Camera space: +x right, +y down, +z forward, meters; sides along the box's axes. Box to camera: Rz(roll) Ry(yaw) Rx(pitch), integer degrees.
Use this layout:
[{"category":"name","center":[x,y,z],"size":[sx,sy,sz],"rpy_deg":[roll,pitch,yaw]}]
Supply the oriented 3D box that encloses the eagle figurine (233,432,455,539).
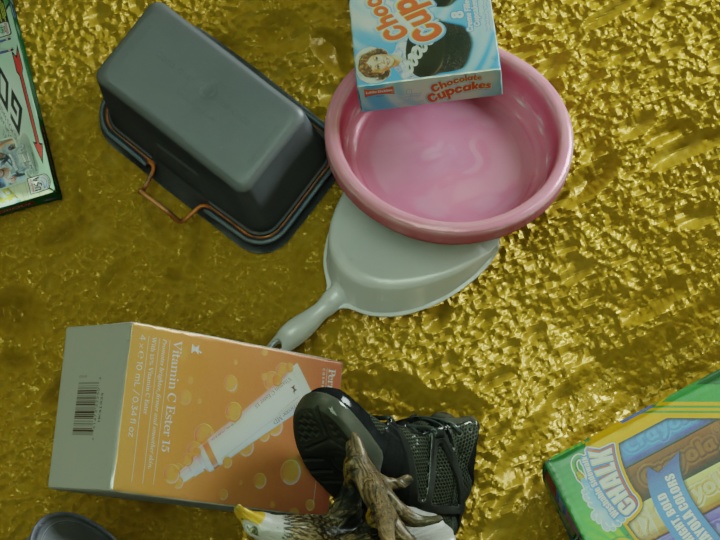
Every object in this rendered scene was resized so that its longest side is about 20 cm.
[{"category":"eagle figurine","center":[-0.044,0.217,1.428],"size":[0.151,0.152,0.200],"rpy_deg":[42,112,8]}]

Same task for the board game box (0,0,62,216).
[{"category":"board game box","center":[-0.339,-0.138,1.657],"size":[0.133,0.029,0.202],"rpy_deg":[-16,79,0]}]

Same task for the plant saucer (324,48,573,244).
[{"category":"plant saucer","center":[0.069,-0.097,1.579],"size":[0.198,0.051,0.202],"rpy_deg":[2,54,-2]}]

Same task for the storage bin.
[{"category":"storage bin","center":[-0.127,-0.117,1.584],"size":[0.199,0.134,0.146],"rpy_deg":[38,84,11]}]

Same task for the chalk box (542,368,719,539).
[{"category":"chalk box","center":[0.213,0.180,1.510],"size":[0.199,0.125,0.125],"rpy_deg":[-26,79,-2]}]

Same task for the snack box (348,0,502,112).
[{"category":"snack box","center":[0.047,-0.222,1.603],"size":[0.115,0.037,0.202],"rpy_deg":[-7,56,3]}]

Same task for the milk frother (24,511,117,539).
[{"category":"milk frother","center":[-0.261,0.242,1.483],"size":[0.188,0.180,0.201],"rpy_deg":[-40,71,23]}]

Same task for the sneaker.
[{"category":"sneaker","center":[0.024,0.132,1.517],"size":[0.076,0.200,0.115],"rpy_deg":[-1,50,43]}]

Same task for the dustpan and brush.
[{"category":"dustpan and brush","center":[0.000,0.000,1.596],"size":[0.199,0.057,0.140],"rpy_deg":[-36,65,-13]}]

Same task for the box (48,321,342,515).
[{"category":"box","center":[-0.123,0.117,1.505],"size":[0.199,0.097,0.126],"rpy_deg":[12,79,-38]}]
